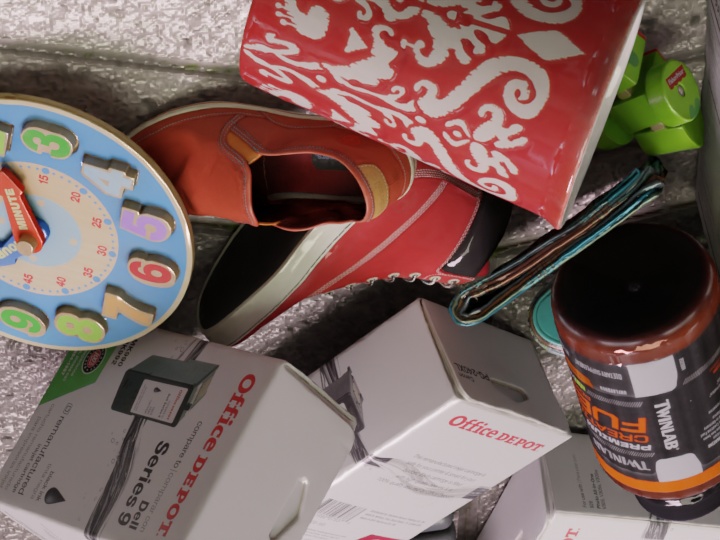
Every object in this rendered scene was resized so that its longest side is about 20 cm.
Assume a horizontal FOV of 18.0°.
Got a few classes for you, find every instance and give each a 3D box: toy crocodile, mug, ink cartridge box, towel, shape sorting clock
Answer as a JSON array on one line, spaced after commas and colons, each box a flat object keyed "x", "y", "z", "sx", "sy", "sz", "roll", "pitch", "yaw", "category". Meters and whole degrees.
[{"x": 0.143, "y": -0.130, "z": 1.363, "sx": 0.067, "sy": 0.062, "sz": 0.200, "roll": -20, "pitch": 134, "yaw": 41, "category": "toy crocodile"}, {"x": 0.039, "y": -0.107, "z": 1.280, "sx": 0.199, "sy": 0.134, "sz": 0.178, "roll": 21, "pitch": 141, "yaw": 6, "category": "mug"}, {"x": 0.021, "y": 0.115, "z": 1.553, "sx": 0.199, "sy": 0.084, "sz": 0.145, "roll": -35, "pitch": 149, "yaw": 24, "category": "ink cartridge box"}, {"x": 0.124, "y": -0.021, "z": 1.386, "sx": 0.146, "sy": 0.200, "sz": 0.022, "roll": -35, "pitch": 90, "yaw": 10, "category": "towel"}, {"x": -0.199, "y": -0.025, "z": 1.399, "sx": 0.198, "sy": 0.039, "sz": 0.201, "roll": 10, "pitch": 132, "yaw": 12, "category": "shape sorting clock"}, {"x": 0.203, "y": 0.200, "z": 1.694, "sx": 0.198, "sy": 0.084, "sz": 0.146, "roll": 8, "pitch": 135, "yaw": -17, "category": "ink cartridge box"}, {"x": -0.120, "y": 0.120, "z": 1.441, "sx": 0.199, "sy": 0.147, "sz": 0.084, "roll": 10, "pitch": 155, "yaw": 46, "category": "ink cartridge box"}]

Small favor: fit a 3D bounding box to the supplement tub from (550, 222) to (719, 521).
[{"x": 0.189, "y": 0.072, "z": 1.442, "sx": 0.106, "sy": 0.107, "sz": 0.201, "roll": -15, "pitch": 134, "yaw": 7, "category": "supplement tub"}]

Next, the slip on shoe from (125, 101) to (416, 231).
[{"x": -0.066, "y": -0.058, "z": 1.367, "sx": 0.198, "sy": 0.061, "sz": 0.075, "roll": 3, "pitch": 122, "yaw": 23, "category": "slip on shoe"}]

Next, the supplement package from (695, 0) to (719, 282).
[{"x": 0.271, "y": -0.085, "z": 1.388, "sx": 0.108, "sy": 0.114, "sz": 0.201, "roll": -6, "pitch": 137, "yaw": -1, "category": "supplement package"}]

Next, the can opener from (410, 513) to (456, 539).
[{"x": -0.026, "y": 0.208, "z": 1.685, "sx": 0.198, "sy": 0.067, "sz": 0.053, "roll": -11, "pitch": 136, "yaw": -4, "category": "can opener"}]

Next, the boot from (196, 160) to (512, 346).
[{"x": 0.000, "y": 0.000, "z": 1.467, "sx": 0.144, "sy": 0.073, "sz": 0.200, "roll": 29, "pitch": 121, "yaw": -35, "category": "boot"}]

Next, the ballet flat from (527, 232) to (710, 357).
[{"x": 0.211, "y": 0.014, "z": 1.521, "sx": 0.198, "sy": 0.075, "sz": 0.074, "roll": -15, "pitch": 136, "yaw": 9, "category": "ballet flat"}]
